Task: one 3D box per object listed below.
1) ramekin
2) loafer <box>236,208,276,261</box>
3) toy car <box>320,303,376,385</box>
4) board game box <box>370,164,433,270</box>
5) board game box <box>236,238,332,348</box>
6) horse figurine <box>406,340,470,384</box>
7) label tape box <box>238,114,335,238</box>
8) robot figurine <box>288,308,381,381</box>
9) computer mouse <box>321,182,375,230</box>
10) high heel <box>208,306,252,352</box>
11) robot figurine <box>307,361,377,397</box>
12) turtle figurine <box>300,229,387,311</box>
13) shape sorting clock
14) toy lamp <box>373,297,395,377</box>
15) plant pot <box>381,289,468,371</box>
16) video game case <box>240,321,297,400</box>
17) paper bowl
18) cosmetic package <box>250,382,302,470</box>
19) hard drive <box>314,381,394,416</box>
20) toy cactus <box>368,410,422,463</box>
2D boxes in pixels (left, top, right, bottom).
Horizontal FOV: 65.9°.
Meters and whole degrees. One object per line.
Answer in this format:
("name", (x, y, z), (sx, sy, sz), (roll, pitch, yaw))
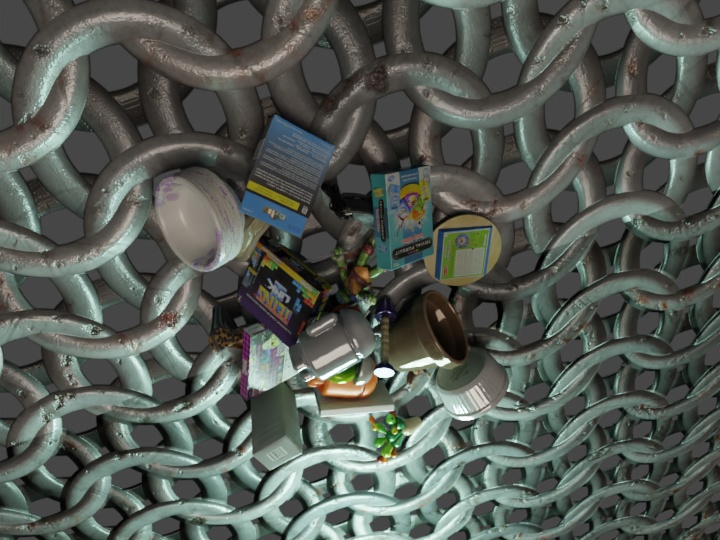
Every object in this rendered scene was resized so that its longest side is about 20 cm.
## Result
("ramekin", (0.295, 0.298, 1.512), (0.201, 0.203, 0.095), (-34, 111, 9))
("loafer", (-0.237, -0.107, 1.197), (0.067, 0.076, 0.202), (18, 117, -29))
("toy car", (-0.040, 0.167, 1.334), (0.172, 0.202, 0.151), (17, 133, -9))
("board game box", (0.095, -0.118, 1.209), (0.150, 0.046, 0.204), (-20, 111, -42))
("board game box", (-0.176, 0.052, 1.248), (0.056, 0.199, 0.167), (-15, 137, -57))
("horse figurine", (0.207, 0.241, 1.508), (0.197, 0.133, 0.051), (-24, 102, 11))
("label tape box", (-0.154, -0.188, 1.126), (0.142, 0.063, 0.203), (23, 87, -25))
("robot figurine", (-0.054, 0.157, 1.187), (0.197, 0.114, 0.171), (-28, 136, 0))
("computer mouse", (0.014, -0.136, 1.218), (0.198, 0.139, 0.053), (22, 115, -35))
("high heel", (-0.284, 0.187, 1.329), (0.071, 0.143, 0.200), (-39, 122, 13))
("robot figurine", (-0.040, 0.274, 1.462), (0.196, 0.117, 0.146), (8, 117, -16))
("turtle figurine", (0.000, 0.000, 1.272), (0.194, 0.144, 0.199), (-47, 139, 6))
("shape sorting clock", (0.251, -0.049, 1.371), (0.196, 0.039, 0.203), (-6, 124, -9))
("toy lamp", (0.059, 0.160, 1.363), (0.057, 0.203, 0.059), (3, 144, 2))
("plant pot", (0.152, 0.177, 1.415), (0.173, 0.202, 0.200), (-31, 125, 28))
("video game case", (-0.212, 0.200, 1.365), (0.180, 0.036, 0.203), (-24, 134, -42))
("paper bowl", (-0.315, -0.109, 1.127), (0.104, 0.198, 0.204), (-37, 138, -45))
("cosmetic package", (-0.222, 0.395, 1.443), (0.106, 0.201, 0.091), (-30, 122, 10))
("hard drive", (-0.020, 0.345, 1.499), (0.196, 0.132, 0.027), (-1, 106, -12))
("toy cactus", (0.104, 0.479, 1.652), (0.163, 0.102, 0.203), (-19, 124, -24))
